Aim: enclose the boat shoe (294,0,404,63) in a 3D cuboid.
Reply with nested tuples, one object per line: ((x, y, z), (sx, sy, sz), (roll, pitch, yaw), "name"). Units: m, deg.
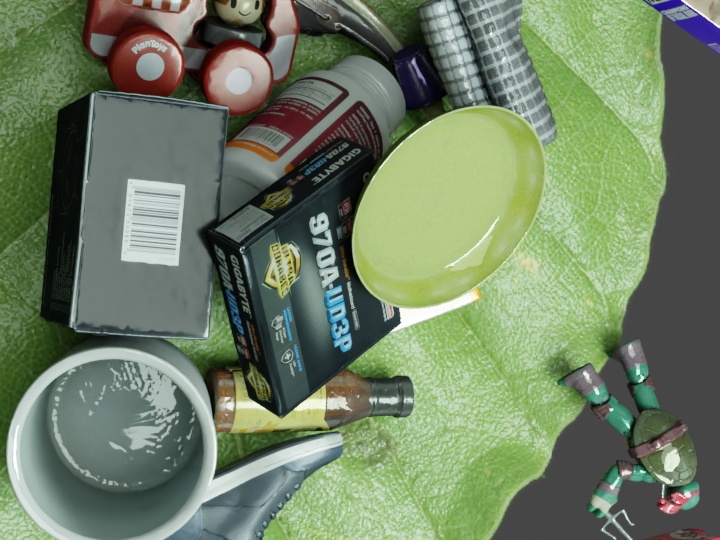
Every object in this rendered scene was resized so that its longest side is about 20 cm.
((-0.048, -0.253, 1.578), (0.200, 0.072, 0.065), (36, 92, -19), "boat shoe")

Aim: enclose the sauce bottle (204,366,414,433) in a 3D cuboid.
((-0.047, 0.122, 1.587), (0.199, 0.066, 0.066), (2, 91, -17), "sauce bottle")

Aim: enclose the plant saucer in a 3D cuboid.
((0.072, -0.059, 1.450), (0.200, 0.031, 0.200), (-20, 131, -24), "plant saucer")

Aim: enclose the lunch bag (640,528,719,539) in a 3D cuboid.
((0.300, 0.366, 1.705), (0.200, 0.082, 0.177), (-10, 95, -19), "lunch bag")

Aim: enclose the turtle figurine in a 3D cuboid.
((0.287, 0.176, 1.680), (0.150, 0.101, 0.200), (-21, 82, -42), "turtle figurine")

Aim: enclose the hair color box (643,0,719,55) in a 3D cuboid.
((0.388, -0.286, 1.728), (0.200, 0.065, 0.109), (31, 82, -16), "hair color box")

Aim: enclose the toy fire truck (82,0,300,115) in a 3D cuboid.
((-0.148, -0.238, 1.492), (0.199, 0.112, 0.168), (6, 111, -20), "toy fire truck")

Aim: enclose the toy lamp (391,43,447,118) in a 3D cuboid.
((0.086, -0.125, 1.611), (0.058, 0.058, 0.200), (-33, 116, -15), "toy lamp")

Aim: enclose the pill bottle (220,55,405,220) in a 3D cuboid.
((-0.046, -0.111, 1.532), (0.113, 0.113, 0.200), (54, 51, -13), "pill bottle")

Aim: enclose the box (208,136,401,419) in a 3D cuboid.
((-0.044, 0.007, 1.449), (0.159, 0.046, 0.200), (-37, 137, -29), "box")

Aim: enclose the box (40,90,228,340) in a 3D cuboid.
((-0.202, -0.046, 1.459), (0.124, 0.197, 0.201), (5, 90, -20), "box")

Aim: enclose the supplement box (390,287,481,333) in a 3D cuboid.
((0.000, 0.000, 1.595), (0.200, 0.074, 0.126), (-19, 98, -18), "supplement box")

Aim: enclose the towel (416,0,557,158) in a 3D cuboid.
((0.128, -0.191, 1.568), (0.085, 0.200, 0.166), (-21, 98, 14), "towel")

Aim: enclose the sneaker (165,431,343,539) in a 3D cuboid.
((-0.088, 0.244, 1.562), (0.202, 0.077, 0.146), (-24, 88, -7), "sneaker")

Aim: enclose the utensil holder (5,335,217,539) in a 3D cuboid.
((-0.208, 0.140, 1.444), (0.169, 0.200, 0.170), (0, 93, -4), "utensil holder")
